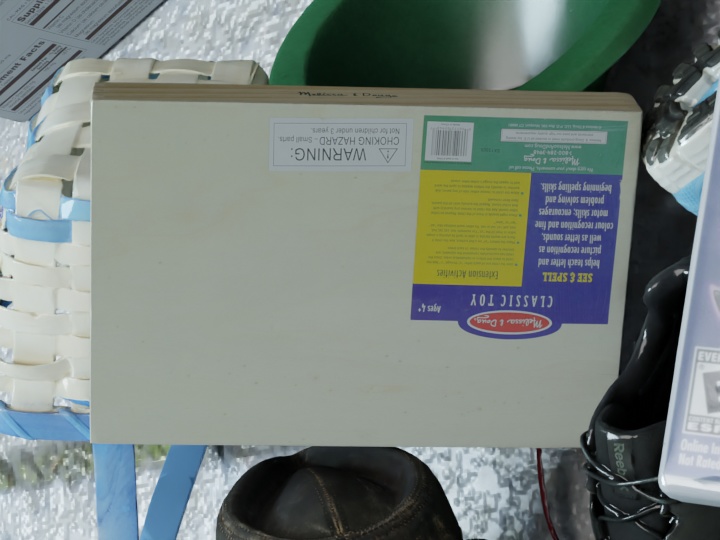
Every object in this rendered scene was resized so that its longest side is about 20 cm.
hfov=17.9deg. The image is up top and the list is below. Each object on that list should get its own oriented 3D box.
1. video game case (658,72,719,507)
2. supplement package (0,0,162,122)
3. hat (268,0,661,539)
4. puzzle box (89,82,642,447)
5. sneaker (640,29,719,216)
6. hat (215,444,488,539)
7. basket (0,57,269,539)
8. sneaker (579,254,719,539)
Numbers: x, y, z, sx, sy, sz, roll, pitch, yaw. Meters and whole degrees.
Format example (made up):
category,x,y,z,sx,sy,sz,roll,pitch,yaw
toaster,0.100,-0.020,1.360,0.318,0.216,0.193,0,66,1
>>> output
category,x,y,z,sx,sy,sz,roll,pitch,yaw
video game case,0.195,-0.012,0.654,0.198,0.023,0.184,6,78,22
supplement package,-0.161,-0.197,1.103,0.200,0.110,0.157,-36,62,30
hat,0.064,-0.031,0.943,0.165,0.177,0.200,20,57,46
puzzle box,0.000,0.000,0.832,0.025,0.198,0.134,-104,16,-69
sneaker,0.198,-0.079,0.810,0.200,0.090,0.079,-39,19,14
hat,-0.012,0.110,0.858,0.199,0.200,0.082,-11,101,39
basket,-0.086,0.022,0.939,0.138,0.177,0.202,-2,118,6
sneaker,0.112,0.087,0.836,0.076,0.090,0.202,9,90,39
